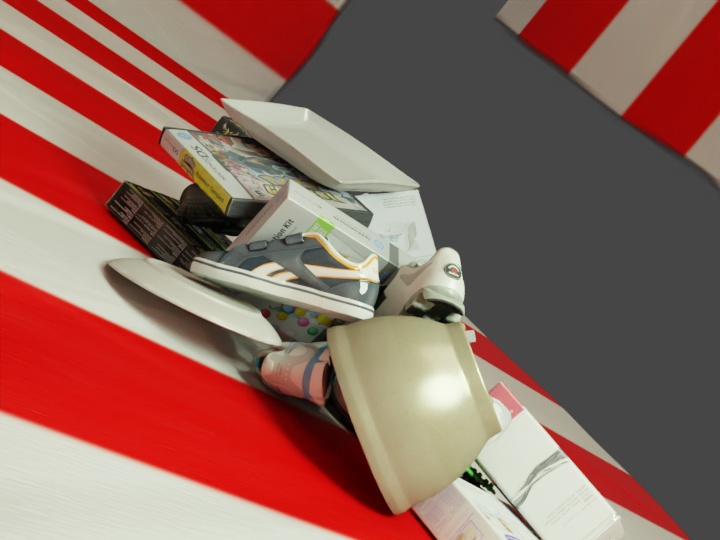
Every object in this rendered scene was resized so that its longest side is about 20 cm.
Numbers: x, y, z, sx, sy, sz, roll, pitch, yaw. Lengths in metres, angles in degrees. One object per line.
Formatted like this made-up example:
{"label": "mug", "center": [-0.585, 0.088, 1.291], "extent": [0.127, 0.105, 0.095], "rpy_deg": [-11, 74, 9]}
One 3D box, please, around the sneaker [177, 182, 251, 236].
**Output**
{"label": "sneaker", "center": [-0.167, -0.093, 1.689], "extent": [0.076, 0.091, 0.200], "rpy_deg": [3, -4, 10]}

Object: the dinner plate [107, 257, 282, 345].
{"label": "dinner plate", "center": [-0.167, 0.025, 1.464], "extent": [0.199, 0.024, 0.200], "rpy_deg": [26, 3, -1]}

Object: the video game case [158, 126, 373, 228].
{"label": "video game case", "center": [-0.110, -0.108, 1.641], "extent": [0.199, 0.026, 0.181], "rpy_deg": [4, 28, -38]}

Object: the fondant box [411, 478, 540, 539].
{"label": "fondant box", "center": [0.158, 0.307, 1.460], "extent": [0.144, 0.058, 0.200], "rpy_deg": [34, 8, -46]}

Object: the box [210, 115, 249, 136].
{"label": "box", "center": [-0.214, -0.245, 3.001], "extent": [0.200, 0.048, 0.158], "rpy_deg": [41, 8, 5]}

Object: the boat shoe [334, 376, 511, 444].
{"label": "boat shoe", "center": [0.070, 0.144, 1.555], "extent": [0.199, 0.072, 0.068], "rpy_deg": [6, 2, 23]}

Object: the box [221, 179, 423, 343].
{"label": "box", "center": [-0.045, 0.008, 1.568], "extent": [0.200, 0.156, 0.041], "rpy_deg": [33, 31, -21]}

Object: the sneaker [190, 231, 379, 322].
{"label": "sneaker", "center": [-0.076, -0.004, 1.490], "extent": [0.199, 0.080, 0.078], "rpy_deg": [14, -7, 3]}

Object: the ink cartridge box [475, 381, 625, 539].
{"label": "ink cartridge box", "center": [0.202, 0.239, 1.601], "extent": [0.200, 0.085, 0.146], "rpy_deg": [48, -3, 23]}

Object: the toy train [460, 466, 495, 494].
{"label": "toy train", "center": [0.111, 0.233, 1.618], "extent": [0.056, 0.042, 0.200], "rpy_deg": [48, 0, 25]}

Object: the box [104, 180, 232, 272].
{"label": "box", "center": [-0.190, -0.017, 1.713], "extent": [0.200, 0.048, 0.193], "rpy_deg": [43, 10, 18]}

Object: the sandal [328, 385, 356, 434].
{"label": "sandal", "center": [0.029, 0.177, 1.600], "extent": [0.082, 0.055, 0.200], "rpy_deg": [32, 10, -47]}

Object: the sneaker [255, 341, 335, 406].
{"label": "sneaker", "center": [-0.068, 0.103, 1.524], "extent": [0.086, 0.075, 0.200], "rpy_deg": [11, -6, 3]}

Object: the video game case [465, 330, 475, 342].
{"label": "video game case", "center": [0.044, 0.099, 1.775], "extent": [0.200, 0.143, 0.018], "rpy_deg": [1, 78, -64]}

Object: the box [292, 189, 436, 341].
{"label": "box", "center": [0.000, 0.000, 1.756], "extent": [0.199, 0.097, 0.177], "rpy_deg": [-10, 80, -42]}

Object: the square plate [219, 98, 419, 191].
{"label": "square plate", "center": [-0.051, -0.147, 1.719], "extent": [0.200, 0.029, 0.198], "rpy_deg": [36, 19, 24]}

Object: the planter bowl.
{"label": "planter bowl", "center": [0.063, 0.129, 1.429], "extent": [0.200, 0.134, 0.201], "rpy_deg": [-21, 90, -88]}

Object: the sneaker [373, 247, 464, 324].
{"label": "sneaker", "center": [0.052, 0.041, 1.528], "extent": [0.074, 0.200, 0.089], "rpy_deg": [26, 53, -24]}
